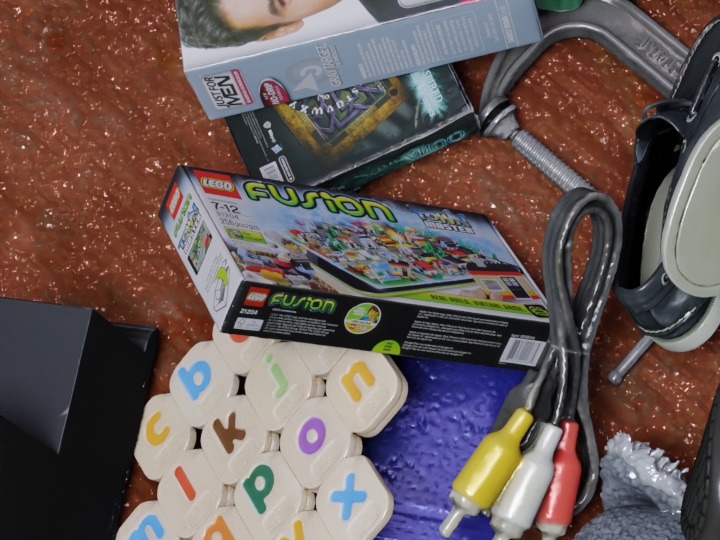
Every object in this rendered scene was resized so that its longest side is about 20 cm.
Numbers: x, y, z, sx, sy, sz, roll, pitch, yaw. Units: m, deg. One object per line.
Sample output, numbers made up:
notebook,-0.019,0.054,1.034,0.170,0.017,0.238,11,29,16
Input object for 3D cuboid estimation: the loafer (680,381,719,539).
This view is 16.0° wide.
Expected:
loafer,0.209,0.071,1.259,0.071,0.073,0.200,19,39,10

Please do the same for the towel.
towel,0.010,0.131,1.412,0.147,0.050,0.201,10,73,4

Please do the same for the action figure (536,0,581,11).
action figure,0.145,-0.252,1.508,0.117,0.055,0.201,-3,62,6

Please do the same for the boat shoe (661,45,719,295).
boat shoe,0.206,-0.082,1.341,0.074,0.066,0.201,22,91,-20

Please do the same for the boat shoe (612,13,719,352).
boat shoe,0.178,-0.060,1.404,0.074,0.066,0.201,3,71,51

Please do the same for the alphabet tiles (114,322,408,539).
alphabet tiles,-0.055,0.108,1.388,0.200,0.015,0.196,-51,44,14

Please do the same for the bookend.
bookend,-0.201,0.093,1.367,0.091,0.200,0.200,6,74,18

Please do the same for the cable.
cable,0.112,0.061,1.359,0.050,0.097,0.201,35,105,56

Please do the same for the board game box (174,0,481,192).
board game box,-0.029,-0.138,1.501,0.134,0.028,0.201,-24,63,0

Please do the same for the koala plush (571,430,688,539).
koala plush,0.179,0.177,1.315,0.199,0.183,0.179,25,99,42

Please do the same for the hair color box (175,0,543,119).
hair color box,-0.005,-0.163,1.457,0.198,0.061,0.100,-13,64,6

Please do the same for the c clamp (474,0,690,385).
c clamp,0.140,-0.063,1.463,0.171,0.027,0.200,-41,71,-6

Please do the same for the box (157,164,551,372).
box,0.000,0.000,1.374,0.035,0.199,0.110,-65,35,26
